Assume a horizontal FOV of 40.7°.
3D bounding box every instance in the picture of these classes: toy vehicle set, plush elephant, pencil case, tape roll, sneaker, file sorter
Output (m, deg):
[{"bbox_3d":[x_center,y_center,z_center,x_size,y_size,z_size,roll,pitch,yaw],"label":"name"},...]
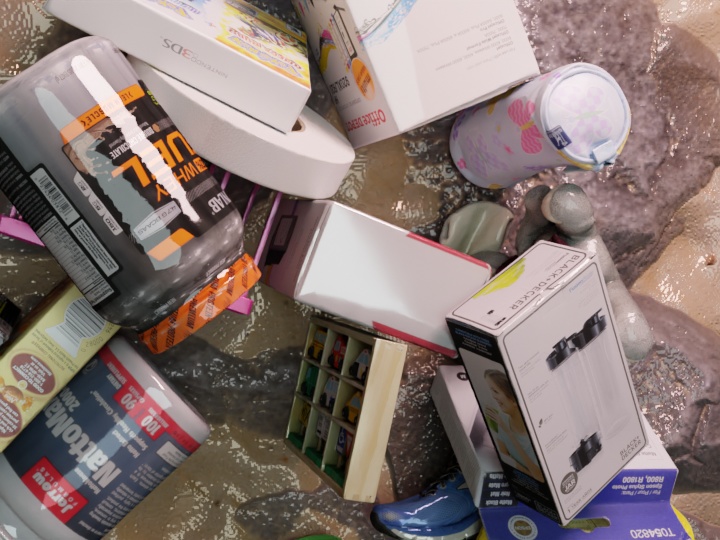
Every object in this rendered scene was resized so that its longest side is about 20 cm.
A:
[{"bbox_3d":[-0.018,0.110,0.829,0.026,0.200,0.124,12,89,-18],"label":"toy vehicle set"},{"bbox_3d":[0.155,0.009,0.905,0.155,0.200,0.165,-26,101,9],"label":"plush elephant"},{"bbox_3d":[0.155,-0.123,0.867,0.083,0.200,0.091,-43,103,-15],"label":"pencil case"},{"bbox_3d":[-0.099,-0.126,0.795,0.203,0.203,0.037,26,108,-16],"label":"tape roll"},{"bbox_3d":[0.099,0.207,0.940,0.200,0.079,0.089,-11,89,-24],"label":"sneaker"},{"bbox_3d":[-0.178,-0.057,0.805,0.200,0.139,0.126,20,86,-16],"label":"file sorter"}]

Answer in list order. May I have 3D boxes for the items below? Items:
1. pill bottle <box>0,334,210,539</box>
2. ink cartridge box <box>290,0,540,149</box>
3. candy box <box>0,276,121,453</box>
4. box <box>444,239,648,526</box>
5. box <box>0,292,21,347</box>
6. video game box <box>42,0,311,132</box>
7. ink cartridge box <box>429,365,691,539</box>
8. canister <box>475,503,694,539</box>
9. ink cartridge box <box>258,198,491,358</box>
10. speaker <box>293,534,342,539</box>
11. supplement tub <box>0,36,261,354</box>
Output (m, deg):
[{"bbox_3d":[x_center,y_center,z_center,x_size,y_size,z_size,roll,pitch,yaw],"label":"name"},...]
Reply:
[{"bbox_3d":[-0.236,0.162,0.809,0.200,0.120,0.120,-44,103,-10],"label":"pill bottle"},{"bbox_3d":[0.035,-0.229,0.853,0.145,0.147,0.200,-26,99,-14],"label":"ink cartridge box"},{"bbox_3d":[-0.278,0.089,0.774,0.055,0.115,0.200,47,67,-15],"label":"candy box"},{"bbox_3d":[0.155,0.090,0.780,0.117,0.060,0.200,-37,122,-23],"label":"box"},{"bbox_3d":[-0.345,0.095,0.732,0.048,0.200,0.193,44,80,-15],"label":"box"},{"bbox_3d":[-0.137,-0.200,0.787,0.200,0.182,0.047,25,115,-16],"label":"video game box"},{"bbox_3d":[0.184,0.165,0.899,0.199,0.200,0.041,2,126,-17],"label":"ink cartridge box"},{"bbox_3d":[0.202,0.287,0.924,0.200,0.087,0.149,7,114,-31],"label":"canister"},{"bbox_3d":[0.000,0.000,0.828,0.148,0.200,0.086,20,88,-16],"label":"ink cartridge box"},{"bbox_3d":[-0.031,0.354,0.898,0.088,0.088,0.200,-13,96,-15],"label":"speaker"},{"bbox_3d":[-0.166,-0.049,0.674,0.122,0.123,0.200,-38,100,-11],"label":"supplement tub"}]
